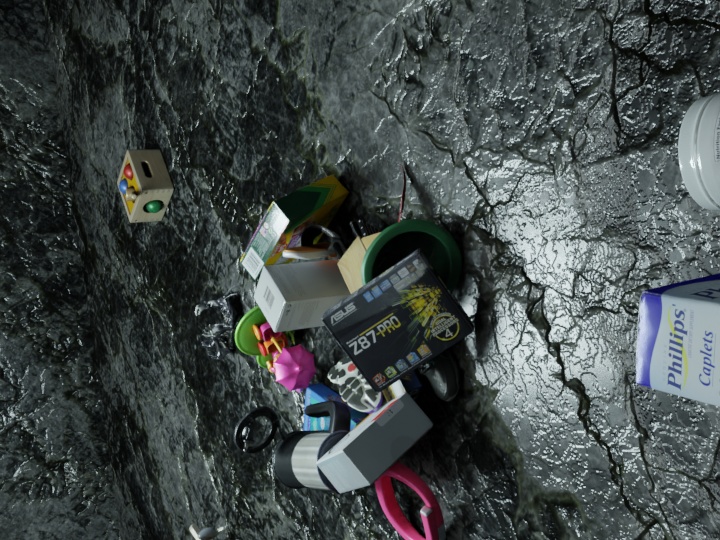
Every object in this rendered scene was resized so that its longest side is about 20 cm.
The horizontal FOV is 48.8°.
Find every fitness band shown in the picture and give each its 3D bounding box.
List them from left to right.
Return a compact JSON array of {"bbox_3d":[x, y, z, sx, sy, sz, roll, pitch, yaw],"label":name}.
[{"bbox_3d":[0.086,0.428,1.435,0.143,0.037,0.200,25,140,40],"label":"fitness band"}]

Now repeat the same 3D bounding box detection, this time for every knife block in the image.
[{"bbox_3d":[0.000,0.000,1.447,0.175,0.064,0.201,-17,52,52],"label":"knife block"}]

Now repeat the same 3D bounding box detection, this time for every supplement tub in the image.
[{"bbox_3d":[0.443,-0.128,0.794,0.200,0.132,0.132,0,95,56],"label":"supplement tub"}]

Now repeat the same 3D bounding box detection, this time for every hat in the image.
[{"bbox_3d":[0.086,-0.042,1.392,0.200,0.165,0.176,-55,15,16],"label":"hat"}]

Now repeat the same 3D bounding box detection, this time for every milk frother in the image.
[{"bbox_3d":[-0.121,0.349,1.554,0.188,0.199,0.181,-19,76,55],"label":"milk frother"}]

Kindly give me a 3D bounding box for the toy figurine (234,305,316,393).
[{"bbox_3d":[-0.165,0.197,1.722,0.184,0.150,0.200,50,156,43],"label":"toy figurine"}]

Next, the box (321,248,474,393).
[{"bbox_3d":[0.062,0.084,1.307,0.200,0.049,0.161,-34,98,13],"label":"box"}]

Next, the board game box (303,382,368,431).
[{"bbox_3d":[-0.052,0.344,1.666,0.200,0.045,0.153,26,116,52],"label":"board game box"}]

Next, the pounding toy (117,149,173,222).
[{"bbox_3d":[-0.648,-0.241,2.344,0.184,0.142,0.200,-53,53,46],"label":"pounding toy"}]

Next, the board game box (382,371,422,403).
[{"bbox_3d":[0.045,0.158,1.463,0.136,0.035,0.200,100,148,-59],"label":"board game box"}]

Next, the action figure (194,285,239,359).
[{"bbox_3d":[-0.368,0.131,2.041,0.119,0.102,0.201,-122,39,-50],"label":"action figure"}]

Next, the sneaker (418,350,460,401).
[{"bbox_3d":[0.102,0.140,1.380,0.075,0.079,0.200,-53,55,45],"label":"sneaker"}]

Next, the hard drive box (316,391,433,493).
[{"bbox_3d":[0.022,0.309,1.405,0.077,0.156,0.200,50,154,4],"label":"hard drive box"}]

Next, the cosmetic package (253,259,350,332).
[{"bbox_3d":[-0.089,0.045,1.532,0.108,0.199,0.085,54,135,39],"label":"cosmetic package"}]

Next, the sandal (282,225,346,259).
[{"bbox_3d":[-0.082,-0.057,1.529,0.079,0.207,0.059,7,97,19],"label":"sandal"}]

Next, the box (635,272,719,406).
[{"bbox_3d":[0.421,0.071,0.812,0.200,0.183,0.105,10,105,54],"label":"box"}]

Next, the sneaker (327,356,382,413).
[{"bbox_3d":[0.007,0.224,1.521,0.081,0.083,0.200,-46,20,-2],"label":"sneaker"}]

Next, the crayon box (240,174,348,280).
[{"bbox_3d":[-0.133,-0.085,1.593,0.058,0.172,0.200,49,137,12],"label":"crayon box"}]

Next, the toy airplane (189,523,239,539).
[{"bbox_3d":[-0.370,0.772,2.119,0.200,0.141,0.199,55,163,-16],"label":"toy airplane"}]
